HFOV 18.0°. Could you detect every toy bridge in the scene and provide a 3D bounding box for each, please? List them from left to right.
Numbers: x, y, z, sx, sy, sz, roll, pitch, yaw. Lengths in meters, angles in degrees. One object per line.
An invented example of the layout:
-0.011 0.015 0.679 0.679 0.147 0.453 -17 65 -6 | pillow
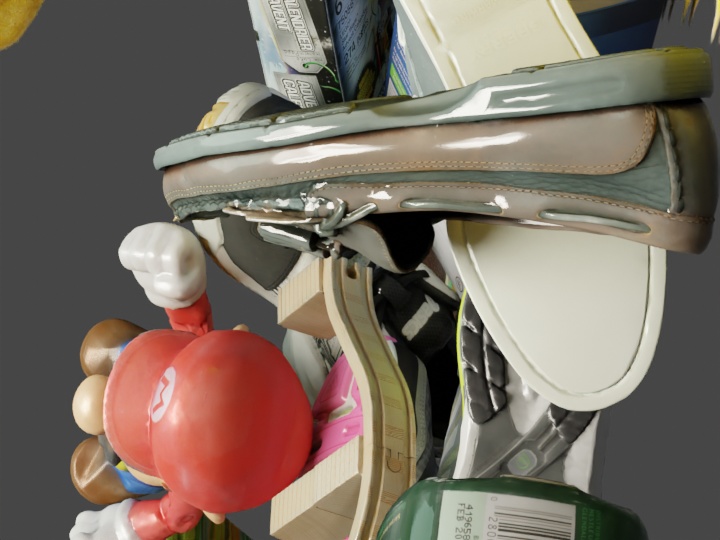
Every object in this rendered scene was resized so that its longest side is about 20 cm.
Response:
-0.006 0.081 0.828 0.067 0.027 0.201 -39 40 45 | toy bridge

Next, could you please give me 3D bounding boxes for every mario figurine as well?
-0.095 0.055 0.943 0.124 0.106 0.200 59 163 -5 | mario figurine

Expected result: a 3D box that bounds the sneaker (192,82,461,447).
0.000 0.000 0.942 0.076 0.087 0.200 -54 -41 -21 | sneaker

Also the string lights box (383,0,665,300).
0.060 -0.088 0.891 0.201 0.059 0.103 100 148 -50 | string lights box

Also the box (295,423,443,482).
0.026 0.095 1.031 0.200 0.109 0.035 153 125 -89 | box

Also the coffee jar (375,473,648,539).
0.036 0.171 0.687 0.104 0.085 0.201 109 170 -67 | coffee jar

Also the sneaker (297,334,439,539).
0.029 0.125 0.893 0.074 0.087 0.201 -36 56 58 | sneaker

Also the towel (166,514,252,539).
-0.015 0.177 1.041 0.018 0.200 0.086 -37 29 22 | towel

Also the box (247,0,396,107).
0.008 -0.163 0.985 0.137 0.040 0.201 77 -150 -50 | box

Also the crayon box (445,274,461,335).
0.073 -0.045 1.068 0.126 0.051 0.201 100 178 -56 | crayon box

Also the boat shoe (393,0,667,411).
0.055 -0.049 0.774 0.062 0.072 0.201 50 -159 -81 | boat shoe

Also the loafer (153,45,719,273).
0.019 -0.025 0.710 0.072 0.199 0.063 -12 -86 -55 | loafer

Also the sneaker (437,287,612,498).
0.058 0.088 0.836 0.081 0.073 0.201 76 -152 -76 | sneaker

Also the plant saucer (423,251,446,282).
0.049 0.031 1.329 0.200 0.032 0.202 1 -90 -80 | plant saucer
